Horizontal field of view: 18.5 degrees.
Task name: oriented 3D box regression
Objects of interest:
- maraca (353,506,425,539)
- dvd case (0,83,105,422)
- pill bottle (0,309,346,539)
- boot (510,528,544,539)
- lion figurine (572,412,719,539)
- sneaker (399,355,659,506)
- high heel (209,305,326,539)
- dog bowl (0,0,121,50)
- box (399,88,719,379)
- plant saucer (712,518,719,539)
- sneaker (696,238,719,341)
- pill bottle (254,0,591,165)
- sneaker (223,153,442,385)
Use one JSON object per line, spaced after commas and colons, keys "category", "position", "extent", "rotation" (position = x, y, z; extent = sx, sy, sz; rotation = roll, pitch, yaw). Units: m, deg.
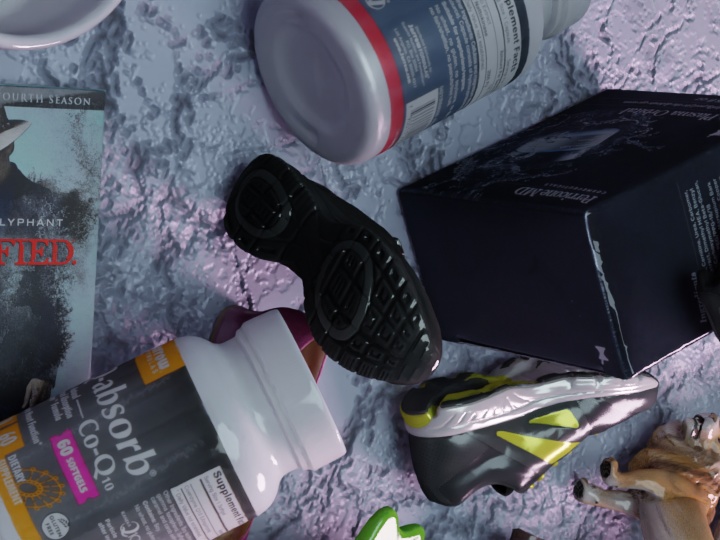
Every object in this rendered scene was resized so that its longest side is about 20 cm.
{"category": "maraca", "position": [-0.026, 0.230, 1.401], "extent": [0.200, 0.107, 0.137], "rotation": [-31, 130, -36]}
{"category": "dvd case", "position": [-0.219, -0.009, 1.283], "extent": [0.146, 0.022, 0.200], "rotation": [1, 95, -36]}
{"category": "pill bottle", "position": [-0.117, 0.107, 1.274], "extent": [0.200, 0.116, 0.117], "rotation": [-26, 113, -4]}
{"category": "boot", "position": [0.133, 0.293, 1.544], "extent": [0.200, 0.072, 0.167], "rotation": [43, 68, -36]}
{"category": "lion figurine", "position": [0.226, 0.189, 1.555], "extent": [0.122, 0.072, 0.200], "rotation": [11, 51, -25]}
{"category": "sneaker", "position": [0.115, 0.107, 1.514], "extent": [0.200, 0.074, 0.085], "rotation": [-8, 107, -25]}
{"category": "high heel", "position": [-0.068, 0.120, 1.361], "extent": [0.067, 0.096, 0.200], "rotation": [20, 85, -36]}
{"category": "dog bowl", "position": [-0.206, -0.221, 1.204], "extent": [0.200, 0.079, 0.201], "rotation": [-8, 101, -48]}
{"category": "box", "position": [0.169, -0.031, 1.448], "extent": [0.200, 0.197, 0.118], "rotation": [-27, 110, -30]}
{"category": "plant saucer", "position": [0.322, 0.226, 1.682], "extent": [0.200, 0.050, 0.201], "rotation": [-5, 98, -35]}
{"category": "sneaker", "position": [0.275, -0.029, 1.361], "extent": [0.200, 0.066, 0.091], "rotation": [-49, 121, -18]}
{"category": "pill bottle", "position": [0.044, -0.158, 1.390], "extent": [0.200, 0.120, 0.120], "rotation": [-30, 112, -29]}
{"category": "sneaker", "position": [0.000, 0.000, 1.342], "extent": [0.091, 0.200, 0.076], "rotation": [19, 114, -45]}
